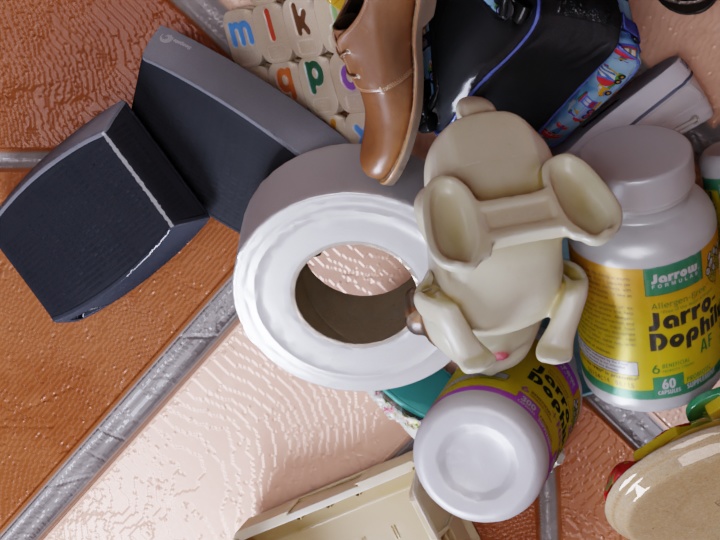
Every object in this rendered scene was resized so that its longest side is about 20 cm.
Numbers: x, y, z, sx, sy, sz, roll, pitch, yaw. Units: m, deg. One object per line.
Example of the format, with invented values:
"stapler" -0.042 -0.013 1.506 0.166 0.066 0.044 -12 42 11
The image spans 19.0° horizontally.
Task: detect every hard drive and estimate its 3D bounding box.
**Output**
"hard drive" -0.230 -0.042 1.823 0.200 0.042 0.135 -35 92 40
"hard drive" -0.107 -0.100 1.770 0.200 0.042 0.135 33 132 17

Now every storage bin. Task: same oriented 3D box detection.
"storage bin" 0.010 0.282 1.845 0.199 0.094 0.199 -24 97 22

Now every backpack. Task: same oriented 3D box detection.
"backpack" 0.116 -0.215 1.644 0.134 0.201 0.183 8 146 -27

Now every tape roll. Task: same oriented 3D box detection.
"tape roll" 0.000 0.000 1.716 0.202 0.071 0.203 2 126 3

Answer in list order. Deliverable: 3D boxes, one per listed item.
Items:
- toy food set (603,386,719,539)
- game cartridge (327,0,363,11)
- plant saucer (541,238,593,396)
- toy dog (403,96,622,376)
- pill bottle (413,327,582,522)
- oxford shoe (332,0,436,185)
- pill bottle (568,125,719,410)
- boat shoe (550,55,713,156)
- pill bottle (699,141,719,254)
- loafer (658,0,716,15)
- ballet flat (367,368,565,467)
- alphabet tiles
"toy food set" 0.287 0.160 1.678 0.198 0.200 0.049 -38 49 34
"game cartridge" -0.001 -0.315 1.645 0.176 0.032 0.200 -44 52 10
"plant saucer" 0.153 0.007 1.762 0.199 0.027 0.201 4 105 16
"toy dog" 0.087 -0.007 1.575 0.200 0.139 0.194 94 153 -51
"pill bottle" 0.114 0.111 1.678 0.104 0.200 0.105 6 111 15
"oxford shoe" 0.011 -0.158 1.595 0.071 0.071 0.201 -3 114 -17
"pill bottle" 0.215 -0.004 1.628 0.112 0.113 0.201 2 124 17
"boat shoe" 0.189 -0.084 1.681 0.200 0.074 0.065 -37 100 4
"pill bottle" 0.336 -0.006 1.655 0.112 0.113 0.201 -11 101 20
"loafer" 0.245 -0.292 1.628 0.073 0.071 0.201 3 105 16
"ballet flat" 0.075 0.125 1.798 0.200 0.076 0.064 27 135 13
"alphabet tiles" -0.036 -0.172 1.725 0.200 0.015 0.196 -2 107 50
